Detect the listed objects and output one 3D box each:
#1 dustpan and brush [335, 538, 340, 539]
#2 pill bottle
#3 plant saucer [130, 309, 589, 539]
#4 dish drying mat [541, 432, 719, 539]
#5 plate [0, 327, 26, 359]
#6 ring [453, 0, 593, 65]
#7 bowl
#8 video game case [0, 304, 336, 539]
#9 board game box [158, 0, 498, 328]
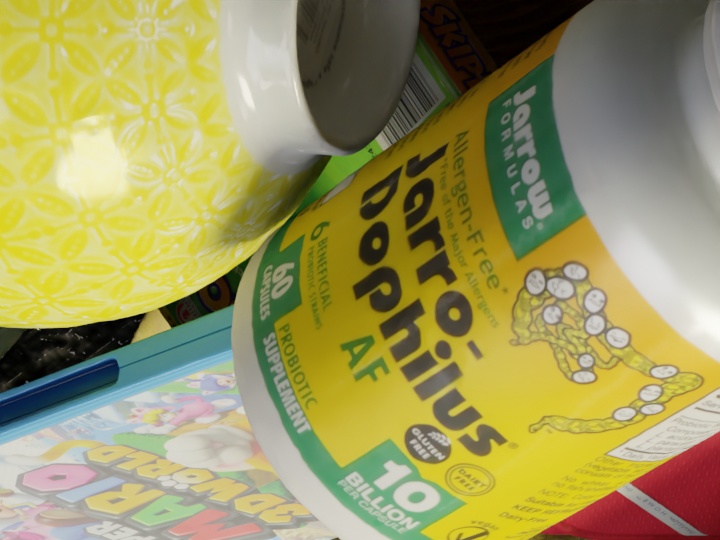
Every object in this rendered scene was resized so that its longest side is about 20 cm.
[{"bbox_3d":[-0.012,0.148,1.119,0.199,0.057,0.140,9,126,23],"label":"dustpan and brush"},{"bbox_3d":[0.067,-0.006,0.761,0.113,0.113,0.200,45,130,-14],"label":"pill bottle"},{"bbox_3d":[0.012,0.058,1.072,0.200,0.048,0.200,34,144,2],"label":"plant saucer"},{"bbox_3d":[0.154,0.062,0.907,0.199,0.018,0.077,1,139,-2],"label":"dish drying mat"},{"bbox_3d":[-0.114,-0.042,0.912,0.032,0.200,0.200,27,151,19],"label":"plate"},{"bbox_3d":[-0.001,-0.139,0.883,0.200,0.019,0.201,21,142,18],"label":"ring"},{"bbox_3d":[-0.047,-0.077,0.815,0.107,0.200,0.201,7,136,26],"label":"bowl"},{"bbox_3d":[-0.071,0.069,0.933,0.200,0.018,0.143,-21,149,28],"label":"video game case"},{"bbox_3d":[0.000,0.000,0.931,0.096,0.030,0.200,56,141,9],"label":"board game box"}]
